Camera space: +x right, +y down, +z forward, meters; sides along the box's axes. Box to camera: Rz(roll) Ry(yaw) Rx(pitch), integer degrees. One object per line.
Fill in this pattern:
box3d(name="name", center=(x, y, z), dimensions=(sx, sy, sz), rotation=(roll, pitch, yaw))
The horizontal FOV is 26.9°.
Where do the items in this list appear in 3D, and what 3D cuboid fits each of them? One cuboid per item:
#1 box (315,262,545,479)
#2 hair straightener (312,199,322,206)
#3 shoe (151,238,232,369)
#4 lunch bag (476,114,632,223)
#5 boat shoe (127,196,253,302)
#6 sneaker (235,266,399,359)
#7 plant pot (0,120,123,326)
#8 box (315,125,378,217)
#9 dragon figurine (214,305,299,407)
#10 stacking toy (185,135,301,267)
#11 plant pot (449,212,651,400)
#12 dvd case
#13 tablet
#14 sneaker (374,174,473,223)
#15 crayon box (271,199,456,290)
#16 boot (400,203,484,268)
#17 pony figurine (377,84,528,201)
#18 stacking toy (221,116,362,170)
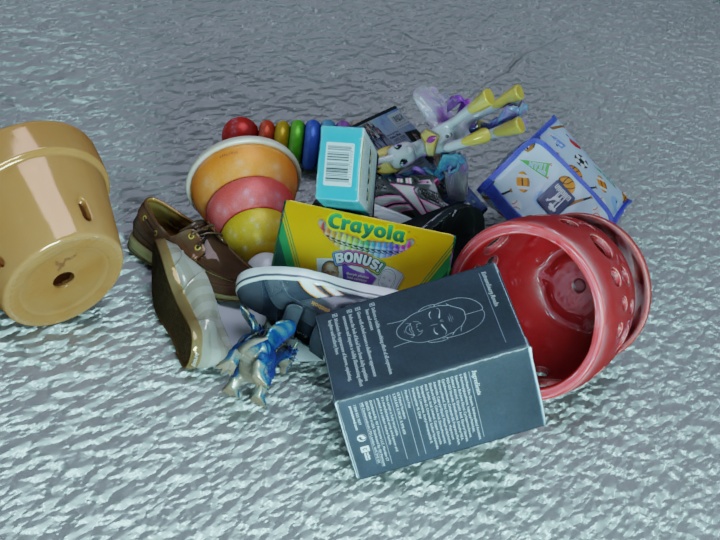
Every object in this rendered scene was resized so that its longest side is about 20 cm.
box3d(name="box", center=(0.068, 0.099, 1.513), dimensions=(0.198, 0.108, 0.149), rotation=(-16, 35, 1))
box3d(name="hair straightener", center=(0.011, -0.044, 1.942), dimensions=(0.199, 0.041, 0.077), rotation=(26, 3, 33))
box3d(name="shoe", center=(-0.188, 0.037, 1.642), dimensions=(0.053, 0.070, 0.201), rotation=(-1, 39, -24))
box3d(name="lunch bag", center=(0.253, -0.093, 1.990), dimensions=(0.170, 0.124, 0.200), rotation=(47, 35, 2))
box3d(name="boat shoe", center=(-0.192, -0.024, 1.742), dimensions=(0.199, 0.068, 0.072), rotation=(28, 28, 31))
box3d(name="sneaker", center=(-0.042, 0.051, 1.614), dimensions=(0.197, 0.079, 0.080), rotation=(9, 62, 2))
box3d(name="plant pot", center=(-0.342, -0.037, 1.593), dimensions=(0.198, 0.201, 0.141), rotation=(-9, 52, -38))
box3d(name="box", center=(-0.013, -0.108, 1.708), dimensions=(0.048, 0.083, 0.200), rotation=(4, -4, 5))
box3d(name="dragon figurine", center=(-0.103, 0.073, 1.535), dimensions=(0.058, 0.201, 0.100), rotation=(16, 64, 9))
box3d(name="stacking toy", center=(-0.130, -0.048, 1.805), dimensions=(0.144, 0.147, 0.201), rotation=(4, 47, -19))
box3d(name="plant pot", center=(0.221, 0.031, 1.716), dimensions=(0.199, 0.202, 0.182), rotation=(27, 22, 24))
box3d(name="dvd case", center=(0.076, -0.134, 2.059), dimensions=(0.200, 0.018, 0.142), rotation=(49, 35, 7))
box3d(name="tablet", center=(-0.084, 0.064, 1.699), dimensions=(0.198, 0.014, 0.130), rotation=(1, 30, -24))
box3d(name="sneaker", center=(0.064, -0.090, 1.938), dimensions=(0.199, 0.087, 0.080), rotation=(30, 2, 8))
box3d(name="crayon box", center=(0.000, 0.000, 1.695), dimensions=(0.197, 0.120, 0.058), rotation=(12, -4, 1))
box3d(name="boot", center=(0.033, -0.040, 1.831), dimensions=(0.197, 0.074, 0.161), rotation=(-31, 34, -35))
box3d(name="pony figurine", center=(0.122, -0.180, 1.982), dimensions=(0.199, 0.168, 0.193), rotation=(-22, -1, 31))
box3d(name="stacking toy", center=(-0.095, -0.177, 2.090), dimensions=(0.197, 0.086, 0.086), rotation=(6, 27, -4))
